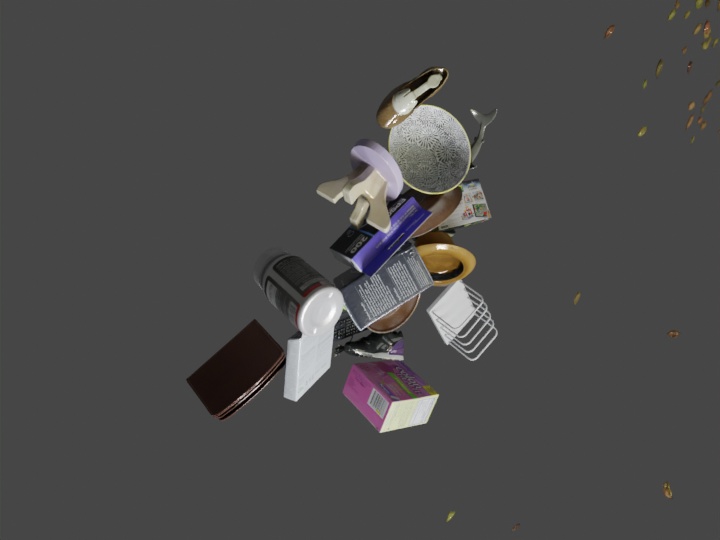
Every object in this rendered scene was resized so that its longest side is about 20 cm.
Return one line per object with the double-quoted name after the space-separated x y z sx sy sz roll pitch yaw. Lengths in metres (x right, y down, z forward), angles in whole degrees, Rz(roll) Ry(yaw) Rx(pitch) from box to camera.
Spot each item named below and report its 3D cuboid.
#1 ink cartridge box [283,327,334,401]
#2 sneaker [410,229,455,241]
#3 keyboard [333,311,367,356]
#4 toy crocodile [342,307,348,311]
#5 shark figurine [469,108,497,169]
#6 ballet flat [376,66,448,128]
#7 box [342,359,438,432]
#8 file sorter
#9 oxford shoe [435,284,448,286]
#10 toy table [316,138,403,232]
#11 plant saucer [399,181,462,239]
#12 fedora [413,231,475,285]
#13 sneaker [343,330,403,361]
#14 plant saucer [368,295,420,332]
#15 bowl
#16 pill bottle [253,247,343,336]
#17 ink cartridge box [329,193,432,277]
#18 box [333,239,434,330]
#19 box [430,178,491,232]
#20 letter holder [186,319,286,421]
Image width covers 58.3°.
-0.114 0.170 1.505 0.199 0.040 0.205 -36 137 -64 "ink cartridge box"
0.158 -0.082 1.648 0.196 0.071 0.083 5 126 -39 "sneaker"
-0.016 0.156 1.679 0.197 0.020 0.130 -17 127 -35 "keyboard"
0.000 0.000 1.547 0.066 0.062 0.204 22 95 -7 "toy crocodile"
0.267 -0.286 1.579 0.214 0.089 0.129 -44 124 -6 "shark figurine"
0.118 -0.380 1.389 0.199 0.072 0.069 -38 102 -18 "ballet flat"
0.083 0.340 1.781 0.197 0.175 0.099 4 116 -45 "box"
0.308 0.148 1.909 0.139 0.124 0.201 -45 139 -10 "file sorter"
0.201 0.011 1.747 0.198 0.073 0.072 26 98 -50 "oxford shoe"
0.008 -0.173 1.368 0.118 0.181 0.201 -55 152 -14 "toy table"
0.140 -0.152 1.493 0.200 0.199 0.037 -43 119 -13 "plant saucer"
0.188 -0.038 1.596 0.195 0.084 0.202 -1 150 -1 "fedora"
0.035 0.185 1.700 0.197 0.075 0.090 13 81 -42 "sneaker"
0.070 0.059 1.653 0.196 0.036 0.206 -15 117 -30 "plant saucer"
0.143 -0.258 1.461 0.199 0.203 0.094 -37 179 -18 "bowl"
-0.134 0.039 1.343 0.112 0.199 0.116 -24 132 -30 "pill bottle"
0.039 -0.088 1.429 0.198 0.199 0.044 -46 117 -9 "ink cartridge box"
0.047 0.025 1.450 0.197 0.148 0.106 -32 102 0 "box"
0.244 -0.165 1.647 0.197 0.034 0.113 -14 84 -37 "box"
-0.252 0.236 1.409 0.199 0.141 0.101 -42 138 -14 "letter holder"
